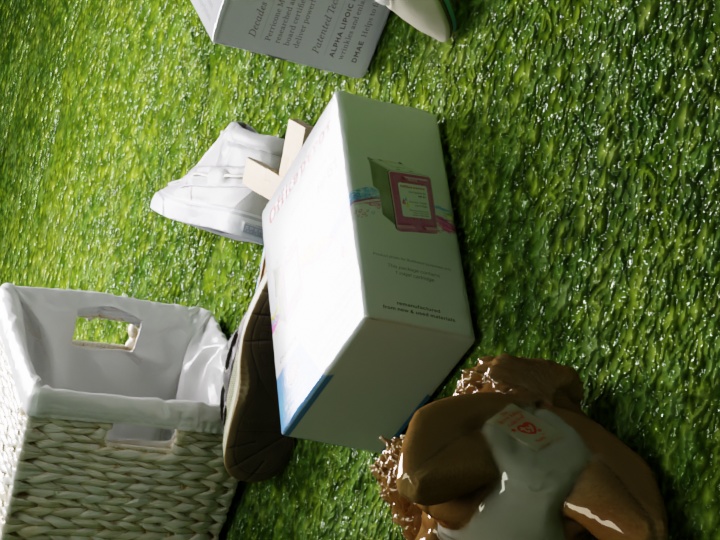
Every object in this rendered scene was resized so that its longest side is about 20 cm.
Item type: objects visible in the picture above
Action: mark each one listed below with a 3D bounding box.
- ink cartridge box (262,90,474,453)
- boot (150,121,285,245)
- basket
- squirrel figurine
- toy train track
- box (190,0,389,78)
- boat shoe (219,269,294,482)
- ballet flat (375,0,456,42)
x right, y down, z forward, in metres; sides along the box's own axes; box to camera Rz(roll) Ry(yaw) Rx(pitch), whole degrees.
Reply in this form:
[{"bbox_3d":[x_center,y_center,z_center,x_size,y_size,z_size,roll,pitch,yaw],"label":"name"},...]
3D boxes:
[{"bbox_3d":[0.000,0.000,1.383,0.145,0.084,0.200,125,149,-43],"label":"ink cartridge box"},{"bbox_3d":[-0.110,-0.078,1.712,0.200,0.073,0.096,14,86,59],"label":"boot"},{"bbox_3d":[-0.207,0.129,1.666,0.200,0.198,0.161,-127,49,-60],"label":"basket"},{"bbox_3d":[0.071,0.154,1.126,0.200,0.141,0.187,-90,11,-60],"label":"squirrel figurine"},{"bbox_3d":[-0.056,-0.020,1.590,0.115,0.032,0.201,32,117,47],"label":"toy train track"},{"bbox_3d":[-0.047,-0.286,1.569,0.199,0.130,0.200,-119,45,-57],"label":"box"},{"bbox_3d":[-0.072,0.061,1.535,0.065,0.073,0.201,46,122,57],"label":"boat shoe"},{"bbox_3d":[0.003,-0.245,1.415,0.069,0.069,0.201,-27,84,61],"label":"ballet flat"}]
